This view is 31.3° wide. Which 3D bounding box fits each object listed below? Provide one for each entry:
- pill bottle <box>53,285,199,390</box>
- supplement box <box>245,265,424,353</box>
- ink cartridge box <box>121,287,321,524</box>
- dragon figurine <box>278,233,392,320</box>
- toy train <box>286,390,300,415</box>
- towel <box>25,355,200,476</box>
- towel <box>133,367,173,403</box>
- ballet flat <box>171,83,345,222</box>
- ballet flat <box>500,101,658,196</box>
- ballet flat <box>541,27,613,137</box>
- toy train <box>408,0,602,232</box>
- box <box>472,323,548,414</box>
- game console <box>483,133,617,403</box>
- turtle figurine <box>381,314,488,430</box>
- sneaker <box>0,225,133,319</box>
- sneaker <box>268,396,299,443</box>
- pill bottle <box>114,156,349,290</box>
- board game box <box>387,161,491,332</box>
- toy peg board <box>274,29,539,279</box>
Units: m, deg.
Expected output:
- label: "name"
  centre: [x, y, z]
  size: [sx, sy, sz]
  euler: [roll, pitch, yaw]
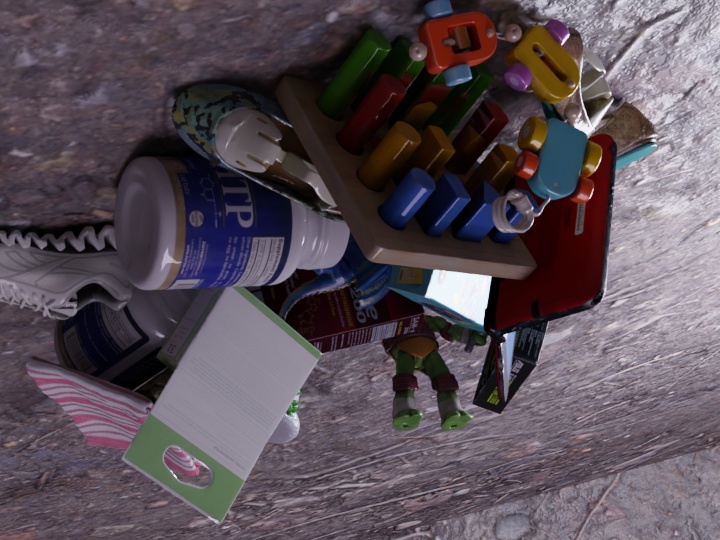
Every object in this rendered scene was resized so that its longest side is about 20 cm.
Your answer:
- label: "pill bottle"
  centre: [-0.222, 0.046, 1.343]
  size: [0.199, 0.117, 0.115]
  euler: [-32, 154, 36]
- label: "supplement box"
  centre: [-0.037, 0.032, 1.450]
  size: [0.198, 0.110, 0.061]
  euler: [-13, 159, -9]
- label: "ink cartridge box"
  centre: [-0.141, 0.124, 1.254]
  size: [0.048, 0.201, 0.145]
  euler: [14, 158, 50]
- label: "dragon figurine"
  centre: [0.000, 0.000, 1.360]
  size: [0.200, 0.099, 0.059]
  euler: [-49, 161, -13]
- label: "toy train"
  centre: [-0.094, 0.120, 1.428]
  size: [0.056, 0.042, 0.200]
  euler: [-1, 158, -5]
- label: "towel"
  centre: [-0.257, 0.159, 1.354]
  size: [0.145, 0.030, 0.200]
  euler: [16, 156, 18]
- label: "towel"
  centre: [-0.178, 0.106, 1.370]
  size: [0.148, 0.037, 0.200]
  euler: [-37, -177, -26]
- label: "ballet flat"
  centre: [-0.064, -0.097, 1.089]
  size: [0.199, 0.075, 0.074]
  euler: [23, 141, -25]
- label: "ballet flat"
  centre: [0.207, -0.112, 1.325]
  size: [0.199, 0.066, 0.071]
  euler: [-26, 167, 3]
- label: "ballet flat"
  centre: [0.200, -0.165, 1.201]
  size: [0.067, 0.068, 0.200]
  euler: [-27, 159, 8]
- label: "toy train"
  centre: [0.119, -0.134, 1.077]
  size: [0.149, 0.202, 0.056]
  euler: [-21, -178, -23]
- label: "box"
  centre: [0.198, 0.052, 1.562]
  size: [0.047, 0.201, 0.193]
  euler: [20, 155, -1]
- label: "game console"
  centre: [0.183, -0.001, 1.207]
  size: [0.171, 0.201, 0.119]
  euler: [-19, 133, 35]
- label: "turtle figurine"
  centre: [0.084, 0.083, 1.546]
  size: [0.199, 0.196, 0.143]
  euler: [-25, 149, 31]
- label: "sneaker"
  centre: [-0.313, 0.007, 1.235]
  size: [0.198, 0.082, 0.075]
  euler: [-6, 158, -21]
- label: "sneaker"
  centre: [-0.148, 0.126, 1.654]
  size: [0.075, 0.115, 0.200]
  euler: [-29, 121, 29]
- label: "pill bottle"
  centre: [-0.116, -0.045, 1.192]
  size: [0.199, 0.121, 0.120]
  euler: [-2, 155, -33]
- label: "board game box"
  centre: [0.108, -0.028, 1.355]
  size: [0.047, 0.152, 0.200]
  euler: [13, 173, 29]
- label: "toy peg board"
  centre: [0.061, -0.105, 1.092]
  size: [0.199, 0.200, 0.098]
  euler: [6, 135, -43]
